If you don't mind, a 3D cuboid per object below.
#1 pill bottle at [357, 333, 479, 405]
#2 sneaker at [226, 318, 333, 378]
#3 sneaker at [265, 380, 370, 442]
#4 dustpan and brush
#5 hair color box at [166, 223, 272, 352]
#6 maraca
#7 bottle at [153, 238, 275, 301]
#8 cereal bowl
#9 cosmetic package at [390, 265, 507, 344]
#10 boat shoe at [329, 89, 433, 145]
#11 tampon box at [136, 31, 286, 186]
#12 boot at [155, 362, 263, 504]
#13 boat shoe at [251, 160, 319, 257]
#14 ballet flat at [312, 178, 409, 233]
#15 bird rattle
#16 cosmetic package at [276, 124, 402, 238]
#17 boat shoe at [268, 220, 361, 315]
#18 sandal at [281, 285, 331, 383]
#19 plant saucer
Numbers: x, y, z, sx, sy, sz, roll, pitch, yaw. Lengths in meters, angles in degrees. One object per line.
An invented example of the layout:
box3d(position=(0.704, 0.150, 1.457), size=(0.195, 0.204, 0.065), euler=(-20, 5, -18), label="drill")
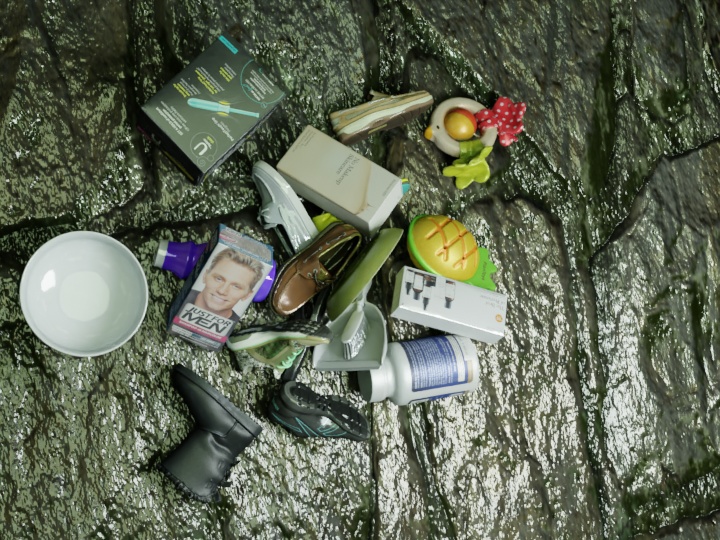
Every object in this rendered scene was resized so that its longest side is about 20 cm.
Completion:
box3d(position=(0.100, 0.177, 1.657), size=(0.198, 0.111, 0.112), euler=(-7, 86, -18), label="pill bottle")
box3d(position=(-0.130, 0.135, 1.575), size=(0.077, 0.199, 0.089), euler=(-33, 114, -61), label="sneaker")
box3d(position=(-0.072, 0.254, 1.623), size=(0.199, 0.076, 0.079), euler=(29, 119, -26), label="sneaker")
box3d(position=(-0.004, 0.083, 1.650), size=(0.057, 0.139, 0.201), euler=(64, 33, -35), label="dustpan and brush")
box3d(position=(-0.231, 0.032, 1.530), size=(0.099, 0.061, 0.201), euler=(24, 119, -20), label="hair color box")
box3d(position=(0.168, -0.028, 1.704), size=(0.199, 0.107, 0.138), euler=(28, 51, -20), label="maraca")
box3d(position=(-0.247, -0.006, 1.582), size=(0.199, 0.084, 0.066), euler=(14, 46, -15), label="bottle")
box3d(position=(-0.446, 0.041, 1.514), size=(0.198, 0.083, 0.202), euler=(2, 82, -17), label="cereal bowl")
box3d(position=(0.157, 0.061, 1.645), size=(0.199, 0.051, 0.083), euler=(15, 65, -12), label="cosmetic package")
box3d(position=(0.037, -0.300, 1.717), size=(0.199, 0.072, 0.077), euler=(-23, 79, -18), label="boat shoe")
box3d(position=(-0.255, -0.270, 1.587), size=(0.150, 0.126, 0.200), euler=(46, 74, -7), label="tampon box")
box3d(position=(-0.274, 0.273, 1.552), size=(0.198, 0.073, 0.163), euler=(42, 77, -10), label="boot")
box3d(position=(-0.139, -0.095, 1.633), size=(0.071, 0.070, 0.201), euler=(-36, 98, -21), label="boat shoe")
box3d(position=(-0.003, -0.124, 1.688), size=(0.200, 0.067, 0.067), euler=(-36, 74, -16), label="ballet flat")
box3d(position=(0.211, -0.265, 1.754), size=(0.162, 0.113, 0.201), euler=(32, 72, 5), label="bird rattle")
box3d(position=(-0.036, -0.155, 1.631), size=(0.199, 0.073, 0.104), euler=(31, 74, 16), label="cosmetic package")
box3d(position=(-0.078, -0.002, 1.596), size=(0.200, 0.068, 0.072), euler=(-52, 125, -9), label="boat shoe")
box3d(position=(-0.101, 0.100, 1.626), size=(0.048, 0.075, 0.202), euler=(22, 77, 5), label="sandal")
box3d(position=(0.000, 0.000, 1.600), size=(0.031, 0.200, 0.200), euler=(37, 74, -5), label="plant saucer")
